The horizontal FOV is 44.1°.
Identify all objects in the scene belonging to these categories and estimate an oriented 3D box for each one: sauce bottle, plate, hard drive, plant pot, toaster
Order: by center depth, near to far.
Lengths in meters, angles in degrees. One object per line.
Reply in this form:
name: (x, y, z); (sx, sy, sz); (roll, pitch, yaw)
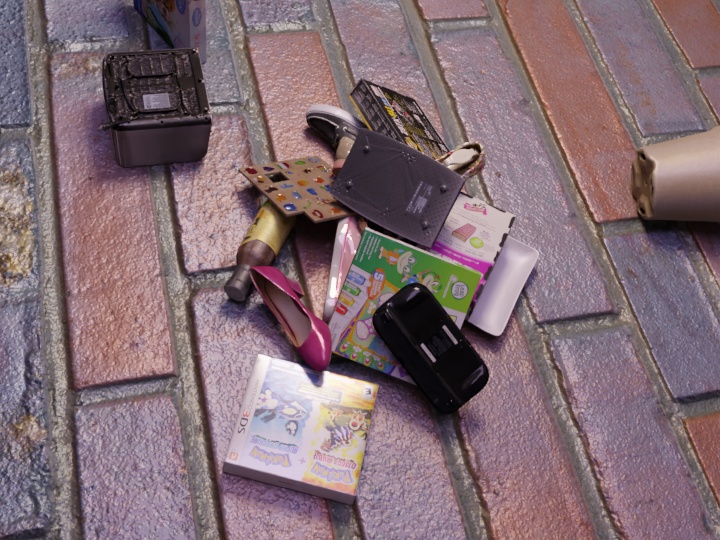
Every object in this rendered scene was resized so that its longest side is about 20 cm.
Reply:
hard drive: (0.062, -0.135, 1.451); (0.199, 0.042, 0.136); (29, 95, 18)
sauce bottle: (-0.165, -0.039, 1.470); (0.064, 0.065, 0.201); (22, 55, 4)
plate: (0.183, 0.001, 1.527); (0.198, 0.032, 0.201); (28, 57, 7)
toaster: (-0.364, -0.288, 1.560); (0.198, 0.119, 0.182); (-8, 59, -15)
plant pot: (0.605, -0.169, 1.633); (0.181, 0.201, 0.202); (-5, 58, 0)

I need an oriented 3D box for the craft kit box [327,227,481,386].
craft kit box: (0.062, 0.062, 1.386); (0.196, 0.049, 0.202); (20, 95, -4)

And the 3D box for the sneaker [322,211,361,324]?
sneaker: (0.000, 0.000, 1.468); (0.103, 0.076, 0.202); (8, 64, 0)

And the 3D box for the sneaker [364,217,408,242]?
sneaker: (0.045, -0.068, 1.517); (0.090, 0.067, 0.201); (12, 39, 9)

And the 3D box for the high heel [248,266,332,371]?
high heel: (-0.110, 0.071, 1.369); (0.095, 0.067, 0.201); (22, 34, -41)

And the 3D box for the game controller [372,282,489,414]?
game controller: (0.109, 0.119, 1.356); (0.104, 0.042, 0.201); (-38, 95, -11)

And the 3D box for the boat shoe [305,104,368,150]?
boat shoe: (-0.017, -0.238, 1.623); (0.199, 0.069, 0.057); (27, 57, 5)

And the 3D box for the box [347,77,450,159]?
box: (0.082, -0.247, 1.604); (0.159, 0.049, 0.201); (6, 45, -48)

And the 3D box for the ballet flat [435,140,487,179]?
ballet flat: (0.129, -0.163, 1.494); (0.199, 0.064, 0.076); (-34, 76, -15)

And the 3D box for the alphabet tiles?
alphabet tiles: (-0.090, -0.140, 1.521); (0.166, 0.008, 0.200); (-14, 41, -34)

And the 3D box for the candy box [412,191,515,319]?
candy box: (0.161, -0.033, 1.489); (0.135, 0.061, 0.201); (25, 57, 9)

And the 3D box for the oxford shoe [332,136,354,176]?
oxford shoe: (0.047, -0.179, 1.562); (0.198, 0.071, 0.075); (18, 72, -29)

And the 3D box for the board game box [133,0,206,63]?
board game box: (-0.360, -0.516, 1.658); (0.041, 0.201, 0.200); (-33, 68, -25)

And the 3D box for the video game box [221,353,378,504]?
video game box: (-0.086, 0.233, 1.323); (0.198, 0.047, 0.184); (14, 59, -1)
